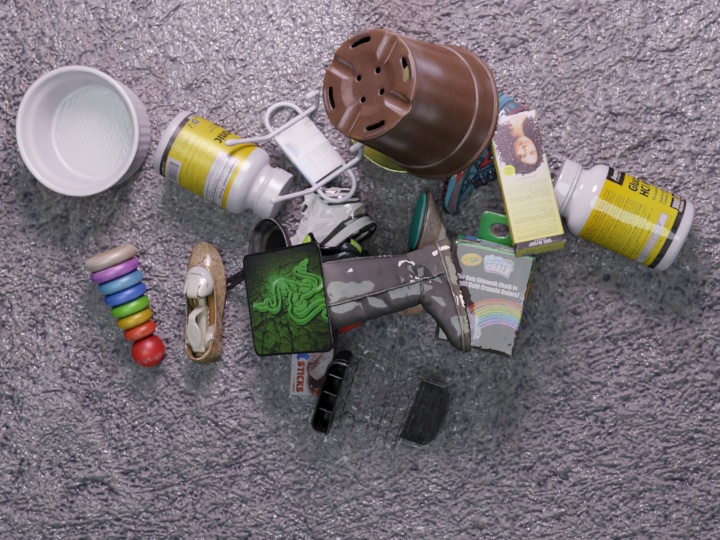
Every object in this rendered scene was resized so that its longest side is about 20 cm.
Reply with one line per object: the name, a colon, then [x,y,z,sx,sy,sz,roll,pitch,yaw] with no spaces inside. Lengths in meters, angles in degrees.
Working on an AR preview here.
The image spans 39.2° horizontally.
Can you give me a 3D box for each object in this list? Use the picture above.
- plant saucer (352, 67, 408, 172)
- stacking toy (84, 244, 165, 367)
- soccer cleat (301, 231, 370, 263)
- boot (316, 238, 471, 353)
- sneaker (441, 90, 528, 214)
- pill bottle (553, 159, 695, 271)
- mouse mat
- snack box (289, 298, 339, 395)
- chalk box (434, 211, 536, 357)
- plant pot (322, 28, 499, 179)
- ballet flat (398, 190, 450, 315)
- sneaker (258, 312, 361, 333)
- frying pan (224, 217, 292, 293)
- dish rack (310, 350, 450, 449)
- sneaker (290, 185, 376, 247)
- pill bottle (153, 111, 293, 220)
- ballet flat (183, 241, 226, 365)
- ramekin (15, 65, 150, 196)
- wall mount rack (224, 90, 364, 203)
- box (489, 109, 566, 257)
plant saucer: [0.073,-0.252,1.561,0.200,0.031,0.200,1,97,8]
stacking toy: [-0.374,0.063,1.645,0.085,0.085,0.200,-18,100,10]
soccer cleat: [0.000,0.000,1.518,0.200,0.068,0.081,16,109,1]
boot: [0.048,0.053,1.454,0.200,0.073,0.182,-16,79,2]
sneaker: [0.194,-0.165,1.530,0.095,0.079,0.200,29,100,2]
pill bottle: [0.379,-0.087,1.494,0.200,0.112,0.113,24,99,4]
mouse mat: [-0.112,0.046,1.508,0.200,0.008,0.161,-10,88,49]
snack box: [-0.071,0.118,1.572,0.072,0.024,0.200,2,128,-4]
chalk box: [0.195,0.013,1.529,0.125,0.124,0.200,13,97,7]
plant pot: [0.062,-0.238,1.414,0.200,0.198,0.201,-2,86,33]
ballet flat: [0.101,-0.025,1.574,0.067,0.068,0.200,12,104,-13]
sneaker: [-0.062,0.048,1.577,0.201,0.067,0.108,-31,125,13]
frying pan: [-0.152,0.003,1.572,0.115,0.031,0.190,59,136,32]
dish rack: [0.035,0.211,1.580,0.200,0.055,0.154,19,126,3]
sneaker: [-0.081,-0.062,1.597,0.200,0.076,0.115,-33,74,14]
pill bottle: [-0.210,-0.157,1.573,0.200,0.111,0.111,28,100,3]
ballet flat: [-0.254,0.055,1.625,0.070,0.065,0.200,-2,95,18]
ramekin: [-0.432,-0.220,1.604,0.200,0.098,0.201,1,97,8]
wall mount rack: [-0.099,-0.180,1.537,0.174,0.075,0.200,-35,75,-15]
box: [0.236,-0.124,1.451,0.075,0.050,0.200,-12,78,3]
